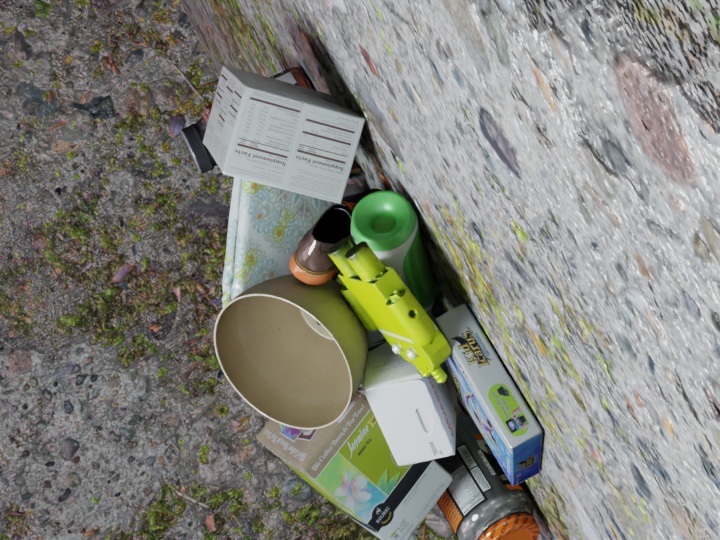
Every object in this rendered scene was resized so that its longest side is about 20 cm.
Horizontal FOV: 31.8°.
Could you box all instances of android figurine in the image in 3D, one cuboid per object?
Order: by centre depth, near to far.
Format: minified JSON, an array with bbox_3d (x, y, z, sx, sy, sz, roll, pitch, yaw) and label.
[{"bbox_3d":[0.038,0.051,1.495,0.200,0.041,0.182,55,166,-18],"label":"android figurine"}]

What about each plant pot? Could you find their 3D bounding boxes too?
[{"bbox_3d":[-0.068,0.082,1.617,0.199,0.135,0.201,17,128,23],"label":"plant pot"}]

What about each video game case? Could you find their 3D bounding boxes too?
[{"bbox_3d":[0.157,0.156,1.541,0.182,0.045,0.200,61,175,23],"label":"video game case"}]

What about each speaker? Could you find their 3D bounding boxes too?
[{"bbox_3d":[0.043,-0.012,1.568,0.089,0.088,0.200,59,174,33],"label":"speaker"}]

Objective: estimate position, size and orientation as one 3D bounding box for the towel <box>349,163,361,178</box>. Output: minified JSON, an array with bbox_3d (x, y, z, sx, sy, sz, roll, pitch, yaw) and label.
[{"bbox_3d":[-0.090,-0.150,1.850,0.200,0.146,0.022,-132,33,-67],"label":"towel"}]

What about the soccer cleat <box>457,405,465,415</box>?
[{"bbox_3d":[0.136,0.232,2.059,0.201,0.068,0.085,58,166,7],"label":"soccer cleat"}]

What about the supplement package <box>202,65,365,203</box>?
[{"bbox_3d":[-0.101,-0.174,1.596,0.200,0.155,0.112,-130,55,-68],"label":"supplement package"}]

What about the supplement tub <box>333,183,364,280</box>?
[{"bbox_3d":[-0.022,-0.008,1.834,0.144,0.144,0.201,93,153,-80],"label":"supplement tub"}]

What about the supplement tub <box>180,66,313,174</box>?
[{"bbox_3d":[-0.159,-0.214,1.850,0.107,0.199,0.107,62,172,17],"label":"supplement tub"}]

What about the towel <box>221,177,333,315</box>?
[{"bbox_3d":[-0.108,-0.037,1.700,0.048,0.170,0.202,6,91,46],"label":"towel"}]

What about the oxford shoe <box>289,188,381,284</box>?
[{"bbox_3d":[-0.011,-0.057,1.583,0.071,0.200,0.073,33,133,9],"label":"oxford shoe"}]

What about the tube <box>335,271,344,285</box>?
[{"bbox_3d":[0.000,0.000,1.702,0.050,0.201,0.077,14,-159,-33],"label":"tube"}]

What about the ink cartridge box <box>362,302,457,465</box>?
[{"bbox_3d":[0.070,0.135,1.678,0.201,0.084,0.145,-82,-27,-54],"label":"ink cartridge box"}]

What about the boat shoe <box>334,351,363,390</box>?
[{"bbox_3d":[-0.024,0.135,1.769,0.200,0.061,0.073,-14,-90,-86],"label":"boat shoe"}]

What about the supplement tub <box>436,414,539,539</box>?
[{"bbox_3d":[0.170,0.319,1.828,0.200,0.122,0.123,58,174,37],"label":"supplement tub"}]

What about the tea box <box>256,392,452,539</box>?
[{"bbox_3d":[-0.012,0.263,1.784,0.197,0.134,0.200,43,169,-22],"label":"tea box"}]
